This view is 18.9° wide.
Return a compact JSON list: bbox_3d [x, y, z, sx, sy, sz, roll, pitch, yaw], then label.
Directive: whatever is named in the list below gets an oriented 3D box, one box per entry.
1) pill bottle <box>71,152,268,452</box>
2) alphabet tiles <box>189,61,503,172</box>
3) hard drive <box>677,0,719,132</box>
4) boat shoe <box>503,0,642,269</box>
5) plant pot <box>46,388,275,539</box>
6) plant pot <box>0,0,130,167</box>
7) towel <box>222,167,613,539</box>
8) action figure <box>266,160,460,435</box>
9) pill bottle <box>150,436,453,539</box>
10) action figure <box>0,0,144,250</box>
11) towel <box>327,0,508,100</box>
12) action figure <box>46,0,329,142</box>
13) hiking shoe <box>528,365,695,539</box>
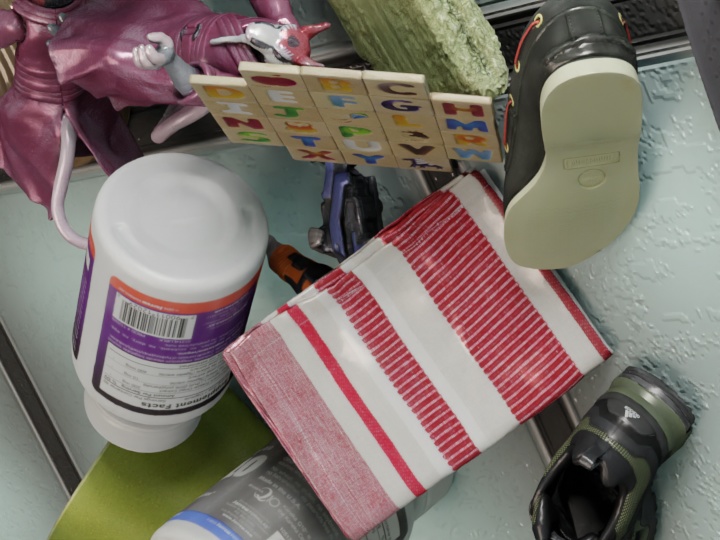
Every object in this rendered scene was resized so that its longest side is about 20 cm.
[{"bbox_3d":[-0.128,0.028,1.396,0.111,0.111,0.201,42,143,19],"label":"pill bottle"},{"bbox_3d":[-0.004,-0.084,1.222,0.165,0.006,0.200,5,170,8],"label":"alphabet tiles"},{"bbox_3d":[0.233,-0.076,1.044,0.134,0.042,0.201,-2,117,52],"label":"hard drive"},{"bbox_3d":[0.115,-0.071,1.184,0.202,0.073,0.063,93,171,-57],"label":"boat shoe"},{"bbox_3d":[-0.100,0.192,1.592,0.199,0.187,0.187,35,144,3],"label":"plant pot"},{"bbox_3d":[-0.263,-0.152,1.551,0.200,0.093,0.202,30,139,31],"label":"plant pot"},{"bbox_3d":[0.032,0.051,1.304,0.199,0.023,0.144,-36,90,12],"label":"towel"},{"bbox_3d":[0.000,0.000,1.385,0.193,0.104,0.202,-1,93,43],"label":"action figure"},{"bbox_3d":[-0.036,0.166,1.444,0.113,0.200,0.114,30,138,31],"label":"pill bottle"},{"bbox_3d":[-0.206,-0.127,1.420,0.149,0.133,0.201,-106,11,-50],"label":"action figure"},{"bbox_3d":[0.011,-0.171,1.215,0.201,0.036,0.148,59,166,0],"label":"towel"},{"bbox_3d":[-0.093,-0.122,1.311,0.199,0.134,0.149,10,140,40],"label":"action figure"},{"bbox_3d":[0.131,0.145,1.307,0.076,0.100,0.201,38,143,24],"label":"hiking shoe"}]
